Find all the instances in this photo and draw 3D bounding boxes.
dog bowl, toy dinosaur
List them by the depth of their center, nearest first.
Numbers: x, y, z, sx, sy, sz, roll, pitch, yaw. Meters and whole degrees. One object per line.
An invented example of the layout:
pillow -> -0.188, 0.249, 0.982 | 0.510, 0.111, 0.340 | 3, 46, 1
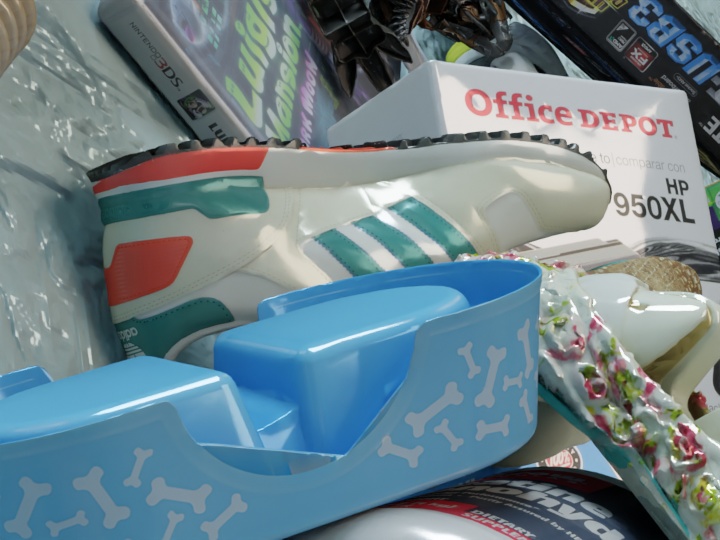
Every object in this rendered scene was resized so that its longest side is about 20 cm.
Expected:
dog bowl -> -0.036, 0.045, 0.597 | 0.200, 0.111, 0.050 | -15, 99, -25
toy dinosaur -> 0.003, -0.157, 0.962 | 0.200, 0.102, 0.136 | 18, 29, -27

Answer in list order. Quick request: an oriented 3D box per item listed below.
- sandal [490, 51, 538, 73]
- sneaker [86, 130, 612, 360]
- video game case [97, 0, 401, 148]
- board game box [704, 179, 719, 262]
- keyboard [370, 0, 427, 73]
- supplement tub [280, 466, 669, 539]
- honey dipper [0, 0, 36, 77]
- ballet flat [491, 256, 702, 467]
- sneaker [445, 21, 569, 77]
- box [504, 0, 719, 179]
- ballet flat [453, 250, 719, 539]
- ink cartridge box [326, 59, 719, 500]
sandal -> 0.087, -0.013, 1.069 | 0.082, 0.050, 0.203 | -111, -173, -74
sneaker -> 0.000, 0.000, 0.752 | 0.200, 0.070, 0.094 | -2, 87, -25
video game case -> -0.040, -0.104, 0.920 | 0.182, 0.023, 0.200 | 51, 26, -30
board game box -> 0.157, 0.053, 0.959 | 0.166, 0.200, 0.057 | 69, 20, 7
keyboard -> 0.013, -0.133, 1.046 | 0.200, 0.011, 0.056 | 63, 7, 17
supplement tub -> 0.045, 0.135, 0.644 | 0.200, 0.140, 0.141 | -1, 67, -66
honey dipper -> -0.118, -0.114, 0.742 | 0.038, 0.038, 0.200 | 56, 22, -20
ballet flat -> 0.070, 0.042, 0.745 | 0.200, 0.071, 0.065 | -14, 35, -39
sneaker -> 0.114, -0.051, 1.159 | 0.200, 0.074, 0.085 | 37, 40, -34
box -> 0.136, -0.127, 1.106 | 0.200, 0.050, 0.199 | 39, 3, -22
ballet flat -> 0.105, 0.048, 0.640 | 0.200, 0.064, 0.076 | 49, 12, 32
ink cartridge box -> 0.076, 0.023, 0.864 | 0.144, 0.084, 0.200 | 3, 70, -34
